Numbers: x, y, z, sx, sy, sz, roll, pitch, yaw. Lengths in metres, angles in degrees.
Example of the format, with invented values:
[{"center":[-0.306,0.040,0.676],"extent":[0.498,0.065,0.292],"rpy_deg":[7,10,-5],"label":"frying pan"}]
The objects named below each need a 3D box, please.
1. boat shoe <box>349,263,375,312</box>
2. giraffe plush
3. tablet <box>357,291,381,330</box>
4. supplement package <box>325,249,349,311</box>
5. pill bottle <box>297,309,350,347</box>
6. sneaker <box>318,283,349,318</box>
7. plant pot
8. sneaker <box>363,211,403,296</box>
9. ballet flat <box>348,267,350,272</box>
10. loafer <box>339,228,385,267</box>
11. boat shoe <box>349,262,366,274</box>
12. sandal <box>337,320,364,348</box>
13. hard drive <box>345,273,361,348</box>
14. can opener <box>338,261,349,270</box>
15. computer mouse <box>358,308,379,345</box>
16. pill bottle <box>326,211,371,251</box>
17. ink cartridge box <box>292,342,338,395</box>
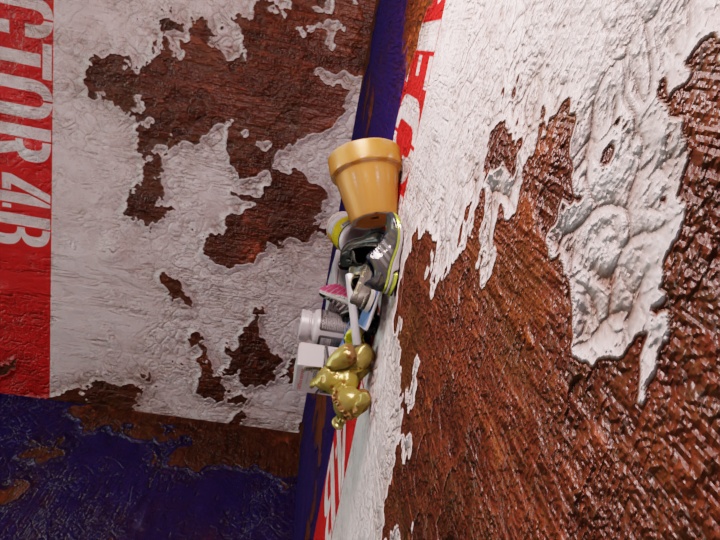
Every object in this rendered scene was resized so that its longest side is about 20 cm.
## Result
[{"center":[0.004,0.034,1.554],"extent":[0.203,0.059,0.073],"rpy_deg":[-87,20,-61],"label":"boat shoe"},{"center":[-0.032,0.301,1.496],"extent":[0.164,0.196,0.175],"rpy_deg":[57,143,34],"label":"giraffe plush"},{"center":[0.040,0.054,1.529],"extent":[0.130,0.013,0.205],"rpy_deg":[-173,103,-81],"label":"tablet"},{"center":[-0.053,0.055,2.055],"extent":[0.202,0.108,0.159],"rpy_deg":[110,167,-54],"label":"supplement package"},{"center":[-0.100,0.189,1.908],"extent":[0.114,0.195,0.117],"rpy_deg":[-171,90,-83],"label":"pill bottle"},{"center":[-0.057,0.105,1.872],"extent":[0.073,0.197,0.090],"rpy_deg":[-28,-55,-46],"label":"sneaker"},{"center":[0.022,-0.216,1.549],"extent":[0.200,0.195,0.188],"rpy_deg":[121,141,-72],"label":"plant pot"},{"center":[0.055,-0.044,1.411],"extent":[0.074,0.079,0.206],"rpy_deg":[128,150,-75],"label":"sneaker"},{"center":[-0.002,-0.018,1.873],"extent":[0.075,0.067,0.204],"rpy_deg":[35,123,36],"label":"ballet flat"},{"center":[0.001,-0.052,1.622],"extent":[0.198,0.072,0.064],"rpy_deg":[-30,28,45],"label":"loafer"},{"center":[0.000,0.000,1.749],"extent":[0.200,0.073,0.070],"rpy_deg":[127,130,-62],"label":"boat shoe"},{"center":[-0.028,0.225,1.819],"extent":[0.088,0.078,0.202],"rpy_deg":[-83,14,-48],"label":"sandal"},{"center":[-0.018,0.127,1.672],"extent":[0.132,0.026,0.205],"rpy_deg":[86,178,-70],"label":"hard drive"},{"center":[-0.014,-0.088,1.916],"extent":[0.203,0.062,0.079],"rpy_deg":[-60,38,18],"label":"can opener"},{"center":[0.017,0.102,1.657],"extent":[0.140,0.051,0.203],"rpy_deg":[105,170,-48],"label":"computer mouse"},{"center":[-0.039,-0.113,1.785],"extent":[0.200,0.106,0.112],"rpy_deg":[-134,53,-64],"label":"pill bottle"},{"center":[-0.101,0.304,1.778],"extent":[0.146,0.195,0.086],"rpy_deg":[106,171,-45],"label":"ink cartridge box"}]
